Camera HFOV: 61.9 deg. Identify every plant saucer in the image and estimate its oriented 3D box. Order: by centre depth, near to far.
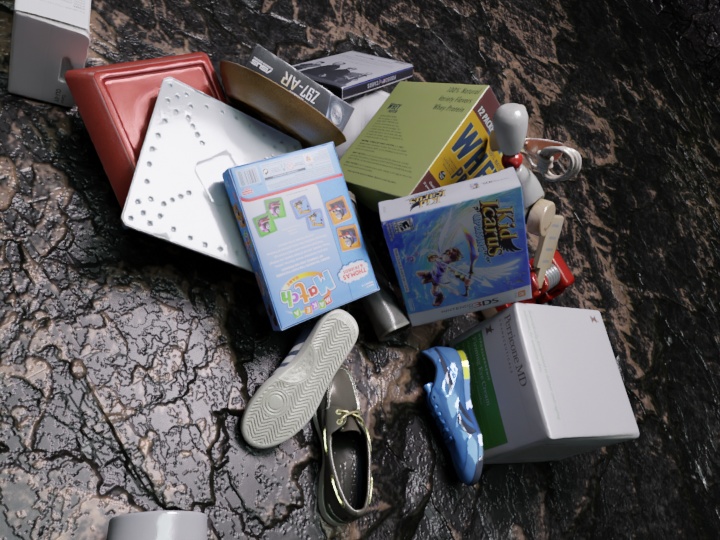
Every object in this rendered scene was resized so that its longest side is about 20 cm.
[{"bbox_3d":[-0.239,-0.183,0.767,0.198,0.037,0.202,-25,92,-37],"label":"plant saucer"},{"bbox_3d":[-0.113,-0.215,0.828,0.198,0.200,0.036,29,91,-18],"label":"plant saucer"}]

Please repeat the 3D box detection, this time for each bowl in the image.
[{"bbox_3d":[0.043,-0.237,1.064,0.197,0.075,0.203,18,57,-24],"label":"bowl"}]

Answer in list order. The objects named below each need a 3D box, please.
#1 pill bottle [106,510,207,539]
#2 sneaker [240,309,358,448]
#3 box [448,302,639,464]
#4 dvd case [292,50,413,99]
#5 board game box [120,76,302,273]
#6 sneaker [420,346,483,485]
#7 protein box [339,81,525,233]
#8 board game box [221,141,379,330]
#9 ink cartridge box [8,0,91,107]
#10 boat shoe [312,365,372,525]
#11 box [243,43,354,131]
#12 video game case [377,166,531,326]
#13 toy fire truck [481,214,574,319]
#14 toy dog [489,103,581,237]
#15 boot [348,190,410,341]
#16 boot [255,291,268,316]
[{"bbox_3d":[-0.192,0.334,0.548,0.112,0.113,0.203,11,59,-29],"label":"pill bottle"},{"bbox_3d":[-0.079,0.139,0.773,0.075,0.084,0.200,44,73,-8],"label":"sneaker"},{"bbox_3d":[0.273,0.177,0.919,0.197,0.171,0.202,7,61,-31],"label":"box"},{"bbox_3d":[-0.022,-0.349,1.059,0.149,0.025,0.199,26,39,32],"label":"dvd case"},{"bbox_3d":[-0.178,-0.111,0.752,0.198,0.026,0.203,21,65,-30],"label":"board game box"},{"bbox_3d":[0.126,0.210,0.877,0.077,0.066,0.203,4,61,-19],"label":"sneaker"},{"bbox_3d":[0.097,-0.159,0.905,0.201,0.197,0.135,-53,129,-10],"label":"protein box"},{"bbox_3d":[-0.072,-0.046,0.758,0.150,0.036,0.203,-20,94,-30],"label":"board game box"},{"bbox_3d":[-0.396,-0.341,0.771,0.082,0.145,0.203,6,61,-30],"label":"ink cartridge box"},{"bbox_3d":[-0.019,0.214,0.770,0.071,0.060,0.205,12,58,-28],"label":"boat shoe"},{"bbox_3d":[-0.106,-0.259,0.901,0.159,0.200,0.044,29,91,-18],"label":"box"},{"bbox_3d":[0.133,-0.023,0.810,0.046,0.178,0.202,-97,170,-49],"label":"video game case"},{"bbox_3d":[0.303,-0.001,1.023,0.175,0.200,0.130,-21,77,-40],"label":"toy fire truck"},{"bbox_3d":[0.221,-0.137,0.804,0.131,0.201,0.097,30,58,15],"label":"toy dog"},{"bbox_3d":[0.002,-0.001,0.865,0.182,0.072,0.203,30,41,-69],"label":"boot"},{"bbox_3d":[-0.124,-0.050,0.841,0.164,0.065,0.202,-22,84,-53],"label":"boot"}]
